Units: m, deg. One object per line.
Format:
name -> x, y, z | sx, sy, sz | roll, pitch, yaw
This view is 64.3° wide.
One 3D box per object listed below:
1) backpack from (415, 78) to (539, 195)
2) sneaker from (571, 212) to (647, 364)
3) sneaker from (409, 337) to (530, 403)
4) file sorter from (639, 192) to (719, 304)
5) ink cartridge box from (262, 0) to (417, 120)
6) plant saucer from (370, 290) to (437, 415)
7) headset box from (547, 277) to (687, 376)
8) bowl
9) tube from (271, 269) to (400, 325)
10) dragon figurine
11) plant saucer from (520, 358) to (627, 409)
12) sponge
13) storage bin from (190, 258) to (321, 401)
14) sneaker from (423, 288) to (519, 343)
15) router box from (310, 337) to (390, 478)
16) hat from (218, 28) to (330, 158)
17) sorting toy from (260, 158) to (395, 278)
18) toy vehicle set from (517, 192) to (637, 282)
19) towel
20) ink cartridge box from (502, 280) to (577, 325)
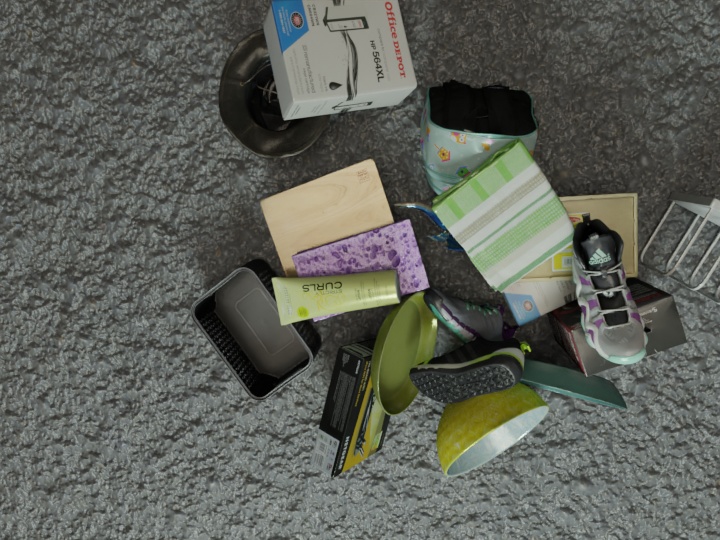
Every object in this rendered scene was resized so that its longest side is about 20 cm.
backpack -> 0.170, -0.186, 0.843 | 0.172, 0.201, 0.156 | 8, 117, 2
sneaker -> 0.316, 0.010, 0.750 | 0.076, 0.202, 0.141 | -16, 135, 12
sneaker -> 0.170, 0.149, 0.886 | 0.197, 0.083, 0.072 | -14, 117, 37
file sorter -> 0.557, -0.014, 0.868 | 0.197, 0.139, 0.126 | 26, 103, 0
ink cartridge box -> -0.030, -0.319, 0.851 | 0.197, 0.084, 0.149 | -14, 91, -19
plant saucer -> 0.068, 0.129, 0.921 | 0.031, 0.199, 0.204 | 13, 102, 30
headset box -> 0.379, 0.079, 0.867 | 0.146, 0.200, 0.076 | -21, 97, 9
bowl -> 0.196, 0.235, 0.940 | 0.199, 0.200, 0.108 | -38, 59, 10
tube -> -0.037, 0.038, 0.879 | 0.196, 0.052, 0.059 | -7, 62, 11
dragon figurine -> 0.142, -0.065, 0.886 | 0.197, 0.059, 0.101 | -7, 116, -32
plant saucer -> 0.316, 0.173, 0.899 | 0.196, 0.200, 0.037 | 16, 82, 3
sponge -> 0.000, 0.000, 0.906 | 0.196, 0.030, 0.114 | -17, 98, 7
storage bin -> -0.174, 0.098, 0.976 | 0.134, 0.094, 0.201 | -35, 94, 10
sneaker -> 0.182, 0.070, 0.932 | 0.088, 0.074, 0.200 | -49, 124, -1
router box -> 0.002, 0.217, 0.945 | 0.052, 0.156, 0.204 | 20, 102, 29
hat -> -0.133, -0.273, 0.918 | 0.196, 0.081, 0.205 | 0, 87, -5
sorting toy -> -0.037, -0.055, 0.950 | 0.197, 0.070, 0.202 | -19, 97, 8
toy vehicle set -> 0.316, -0.049, 0.872 | 0.196, 0.027, 0.127 | -2, 98, 6
towel -> 0.204, -0.071, 0.800 | 0.148, 0.031, 0.200 | -36, 124, 13
ink cartridge box -> 0.317, -0.011, 0.925 | 0.197, 0.067, 0.117 | -26, 95, 9
